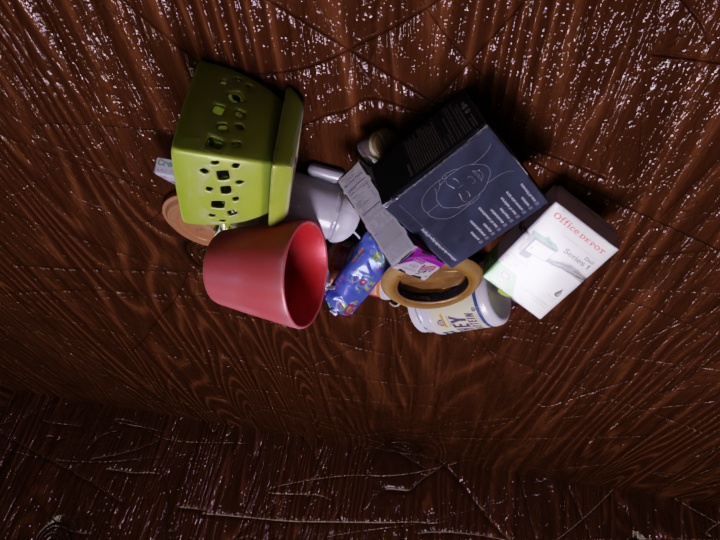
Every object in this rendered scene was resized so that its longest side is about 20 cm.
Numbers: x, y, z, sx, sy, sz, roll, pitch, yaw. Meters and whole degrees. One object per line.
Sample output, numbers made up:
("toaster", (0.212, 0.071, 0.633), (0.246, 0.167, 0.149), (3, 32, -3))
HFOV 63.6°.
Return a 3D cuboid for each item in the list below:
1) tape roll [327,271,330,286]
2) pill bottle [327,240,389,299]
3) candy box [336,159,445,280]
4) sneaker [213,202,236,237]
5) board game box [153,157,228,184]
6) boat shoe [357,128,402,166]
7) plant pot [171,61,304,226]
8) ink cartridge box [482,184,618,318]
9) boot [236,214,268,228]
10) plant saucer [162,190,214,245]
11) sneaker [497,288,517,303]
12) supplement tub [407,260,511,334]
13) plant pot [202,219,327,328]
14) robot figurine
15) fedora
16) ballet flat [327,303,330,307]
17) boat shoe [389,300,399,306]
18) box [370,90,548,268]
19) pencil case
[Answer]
("tape roll", (-0.142, -0.037, 1.261), (0.203, 0.037, 0.203), (45, 160, 21))
("pill bottle", (0.030, 0.003, 1.276), (0.199, 0.110, 0.110), (13, 151, 18))
("candy box", (0.055, -0.086, 1.018), (0.061, 0.200, 0.136), (-39, 154, 18))
("sneaker", (-0.278, -0.078, 1.265), (0.076, 0.075, 0.200), (-12, 126, -8))
("board game box", (-0.282, -0.175, 1.135), (0.199, 0.035, 0.126), (10, 178, 1))
("boat shoe", (0.074, -0.181, 1.035), (0.065, 0.073, 0.200), (7, 155, 48))
("plant pot", (-0.196, -0.196, 0.974), (0.181, 0.200, 0.200), (9, 150, -7))
("ink cartridge box", (0.344, -0.032, 1.067), (0.146, 0.084, 0.200), (35, 123, -4))
("boot", (-0.212, -0.059, 1.230), (0.071, 0.202, 0.144), (-18, -167, -6))
("plant saucer", (-0.353, -0.110, 1.324), (0.200, 0.032, 0.200), (9, 150, 5))
("sneaker", (0.361, -0.002, 1.176), (0.081, 0.074, 0.200), (41, 138, 14))
("supplement tub", (0.220, 0.065, 1.309), (0.200, 0.145, 0.145), (-15, 141, 37))
("plant pot", (-0.177, 0.001, 1.071), (0.177, 0.201, 0.201), (4, 149, 18))
("robot figurine", (-0.086, -0.121, 1.130), (0.199, 0.113, 0.170), (14, 114, -9))
("fedora", (0.138, 0.001, 1.148), (0.200, 0.082, 0.201), (-1, 145, -1))
("ballet flat", (-0.069, 0.029, 1.442), (0.067, 0.068, 0.200), (-14, 151, 4))
("boat shoe", (0.089, 0.056, 1.405), (0.072, 0.076, 0.200), (-13, 142, 35))
("box", (0.158, -0.140, 0.947), (0.196, 0.124, 0.200), (-37, 129, 19))
("pencil case", (0.000, 0.000, 1.183), (0.087, 0.078, 0.200), (25, 111, -34))
